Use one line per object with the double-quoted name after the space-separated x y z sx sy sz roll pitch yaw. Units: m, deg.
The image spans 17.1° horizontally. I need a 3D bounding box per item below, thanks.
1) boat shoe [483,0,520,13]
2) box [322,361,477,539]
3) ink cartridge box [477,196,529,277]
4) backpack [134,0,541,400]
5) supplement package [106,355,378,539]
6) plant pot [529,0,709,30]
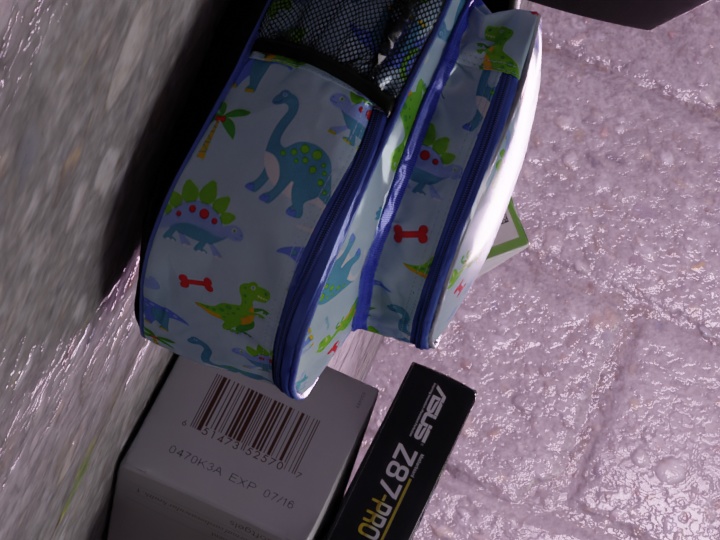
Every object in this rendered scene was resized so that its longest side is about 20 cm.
0.051 -0.126 1.299 0.064 0.070 0.201 -62 166 -62 "boat shoe"
-0.002 0.170 1.391 0.161 0.049 0.201 111 5 -66 "box"
0.000 0.000 1.565 0.199 0.060 0.104 -21 174 -25 "ink cartridge box"
-0.008 -0.045 1.052 0.201 0.146 0.183 -62 173 -20 "backpack"
-0.077 0.140 1.413 0.201 0.116 0.118 107 8 -55 "supplement package"
0.192 -0.285 1.732 0.201 0.177 0.199 -64 -165 -18 "plant pot"
